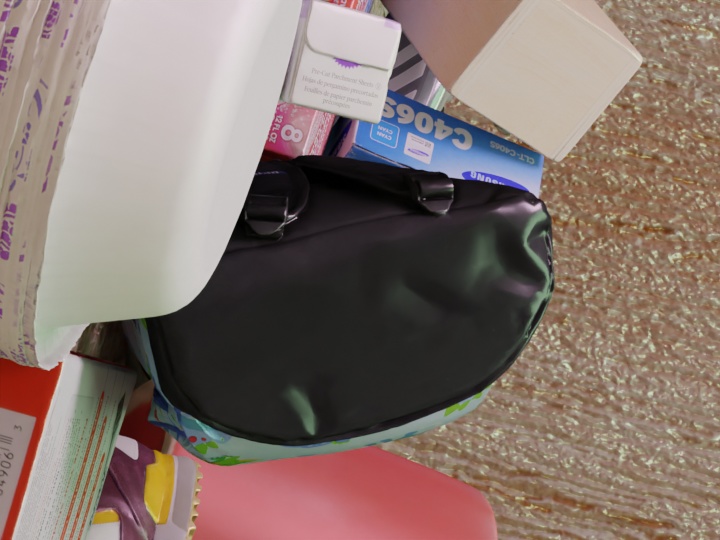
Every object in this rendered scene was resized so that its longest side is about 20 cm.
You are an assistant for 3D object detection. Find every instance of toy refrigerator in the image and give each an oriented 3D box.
[{"bbox_3d":[0.048,-0.136,1.321,0.070,0.076,0.200,-50,-143,14],"label":"toy refrigerator"}]

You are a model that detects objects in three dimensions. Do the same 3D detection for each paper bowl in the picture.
[{"bbox_3d":[-0.085,-0.064,0.939,0.201,0.104,0.201,18,90,-87],"label":"paper bowl"}]

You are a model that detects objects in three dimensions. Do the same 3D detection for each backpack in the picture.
[{"bbox_3d":[-0.027,0.013,1.121,0.200,0.163,0.154,-140,-139,-62],"label":"backpack"}]

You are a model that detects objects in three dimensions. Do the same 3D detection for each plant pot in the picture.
[{"bbox_3d":[-0.058,0.156,1.408,0.200,0.177,0.201,-47,-158,26],"label":"plant pot"}]

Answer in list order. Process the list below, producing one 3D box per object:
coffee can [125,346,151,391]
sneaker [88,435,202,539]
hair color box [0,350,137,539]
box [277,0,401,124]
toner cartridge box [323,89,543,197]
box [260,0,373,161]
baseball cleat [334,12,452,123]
[{"bbox_3d":[-0.054,0.045,1.527,0.147,0.146,0.200,-69,174,-47],"label":"coffee can"},{"bbox_3d":[-0.127,0.150,1.231,0.200,0.090,0.075,-86,-163,-52],"label":"sneaker"},{"bbox_3d":[-0.140,0.080,1.071,0.200,0.064,0.111,51,55,-84],"label":"hair color box"},{"bbox_3d":[-0.048,-0.091,1.084,0.200,0.041,0.039,22,-80,63],"label":"box"},{"bbox_3d":[0.000,0.000,1.332,0.200,0.095,0.043,126,-20,-47],"label":"toner cartridge box"},{"bbox_3d":[-0.043,-0.135,1.255,0.096,0.099,0.201,94,13,-73],"label":"box"},{"bbox_3d":[-0.007,-0.083,1.420,0.070,0.106,0.201,-36,-145,63],"label":"baseball cleat"}]
